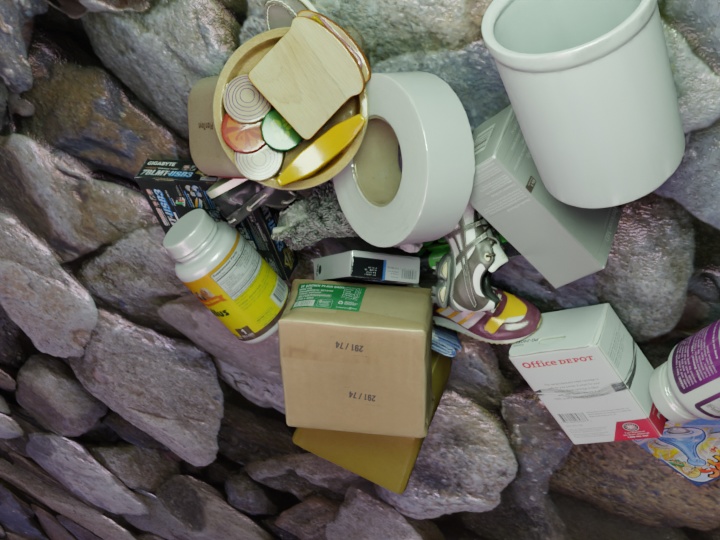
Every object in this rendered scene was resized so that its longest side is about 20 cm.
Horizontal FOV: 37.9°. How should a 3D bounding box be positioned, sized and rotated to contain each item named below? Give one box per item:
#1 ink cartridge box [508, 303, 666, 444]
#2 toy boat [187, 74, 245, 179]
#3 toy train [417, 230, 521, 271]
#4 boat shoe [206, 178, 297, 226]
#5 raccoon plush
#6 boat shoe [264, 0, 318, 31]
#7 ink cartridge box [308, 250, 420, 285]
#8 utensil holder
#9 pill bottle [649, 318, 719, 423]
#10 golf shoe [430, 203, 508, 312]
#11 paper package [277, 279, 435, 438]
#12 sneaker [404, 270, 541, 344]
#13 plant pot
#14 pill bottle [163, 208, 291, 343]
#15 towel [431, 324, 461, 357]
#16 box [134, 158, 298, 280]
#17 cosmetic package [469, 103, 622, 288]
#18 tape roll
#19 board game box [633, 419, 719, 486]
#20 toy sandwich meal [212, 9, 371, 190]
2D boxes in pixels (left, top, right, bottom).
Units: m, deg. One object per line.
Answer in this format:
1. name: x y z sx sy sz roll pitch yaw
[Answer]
1. ink cartridge box: 0.321 0.147 1.465 0.144 0.084 0.200 -12 127 41
2. toy boat: -0.134 -0.185 1.339 0.200 0.130 0.132 13 107 60
3. toy train: 0.154 -0.032 1.383 0.199 0.057 0.042 -13 128 41
4. boat shoe: -0.106 -0.117 1.372 0.199 0.072 0.068 -21 105 26
5. raccoon plush: -0.030 -0.052 1.361 0.097 0.134 0.200 40 -177 -45
6. boat shoe: -0.068 -0.245 1.266 0.071 0.060 0.201 3 137 30
7. ink cartridge box: 0.000 0.000 1.437 0.099 0.040 0.200 5 177 -18
8. utensil holder: 0.231 -0.187 1.058 0.169 0.171 0.201 1 137 31
9. pill bottle: 0.462 0.123 1.327 0.112 0.113 0.200 34 143 -9
10. golf shoe: 0.145 -0.044 1.313 0.094 0.078 0.202 11 110 26
11. paper package: -0.001 0.117 1.409 0.198 0.104 0.192 4 122 9
12. sneaker: 0.152 0.041 1.455 0.198 0.075 0.090 10 145 21
13. plant pot: 0.033 0.181 1.599 0.193 0.196 0.201 25 141 4
14. pill bottle: -0.193 0.006 1.525 0.109 0.110 0.200 -13 129 41
15. towel: 0.051 0.068 1.519 0.199 0.024 0.147 25 -174 0
16. box: -0.212 -0.076 1.567 0.197 0.050 0.201 7 139 27
17. cosmetic package: 0.211 -0.086 1.242 0.200 0.107 0.090 39 142 -17
18. tape roll: 0.045 -0.131 1.227 0.202 0.070 0.204 21 115 54
19. board game box: 0.502 0.233 1.495 0.135 0.035 0.200 34 143 -8
20. toy sandwich meal: -0.078 -0.189 1.193 0.203 0.070 0.207 1 96 7
